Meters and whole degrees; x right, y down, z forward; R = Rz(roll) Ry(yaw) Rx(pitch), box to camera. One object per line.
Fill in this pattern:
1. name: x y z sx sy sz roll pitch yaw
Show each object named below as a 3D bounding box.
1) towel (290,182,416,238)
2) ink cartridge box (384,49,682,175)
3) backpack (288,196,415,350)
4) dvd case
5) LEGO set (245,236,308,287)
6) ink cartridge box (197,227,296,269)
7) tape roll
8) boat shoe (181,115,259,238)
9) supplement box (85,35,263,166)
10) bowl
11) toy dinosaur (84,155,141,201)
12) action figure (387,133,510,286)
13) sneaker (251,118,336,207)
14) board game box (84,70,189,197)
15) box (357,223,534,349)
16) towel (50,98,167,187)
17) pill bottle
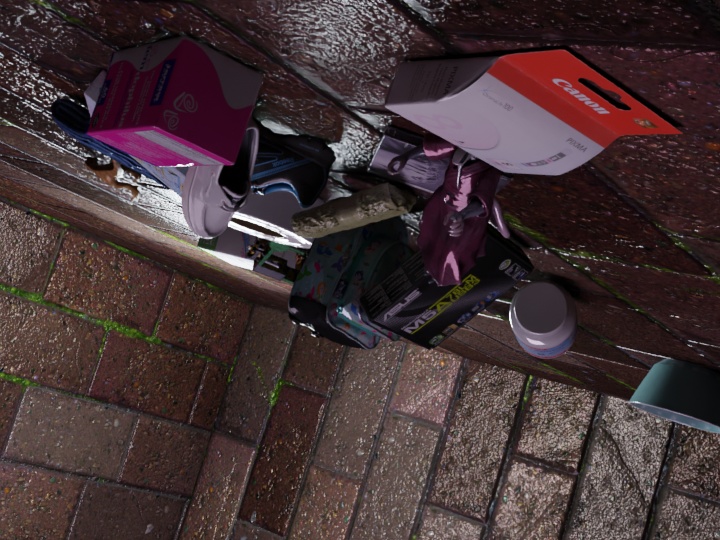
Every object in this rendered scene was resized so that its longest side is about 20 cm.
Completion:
1. towel: -0.008 -0.075 1.482 0.146 0.037 0.200 -16 180 9
2. ink cartridge box: 0.141 -0.127 0.986 0.161 0.058 0.199 24 176 -36
3. backpack: 0.000 0.000 1.692 0.149 0.203 0.177 9 165 30
4. dvd case: 0.086 -0.114 1.344 0.147 0.016 0.200 18 173 -3
5. LEGO set: -0.101 -0.049 2.083 0.197 0.117 0.154 16 144 -16
6. ink cartridge box: -0.192 -0.046 2.274 0.198 0.085 0.145 14 172 28
7. tape roll: -0.157 -0.100 1.840 0.200 0.072 0.202 18 174 2
8. boat shoe: -0.157 -0.107 1.376 0.071 0.202 0.069 -11 -133 -38
9. supplement box: -0.202 -0.176 1.252 0.103 0.103 0.199 23 170 -34
10. bowl: 0.632 0.239 2.286 0.198 0.107 0.201 17 173 2
11. toy dinosaur: -0.431 -0.169 2.047 0.105 0.061 0.199 24 171 -30
12. action figure: 0.113 -0.076 1.180 0.147 0.135 0.201 -15 145 -22
13. sneaker: -0.133 -0.140 1.428 0.197 0.083 0.073 18 175 9
14. board game box: -0.264 -0.160 1.521 0.199 0.041 0.200 40 170 -6
15. box: 0.121 0.018 1.612 0.048 0.199 0.193 58 -165 27
16. towel: -0.357 -0.186 1.714 0.111 0.049 0.199 29 -179 34
17. pill bottle: 0.295 0.077 1.886 0.107 0.110 0.200 16 173 15
